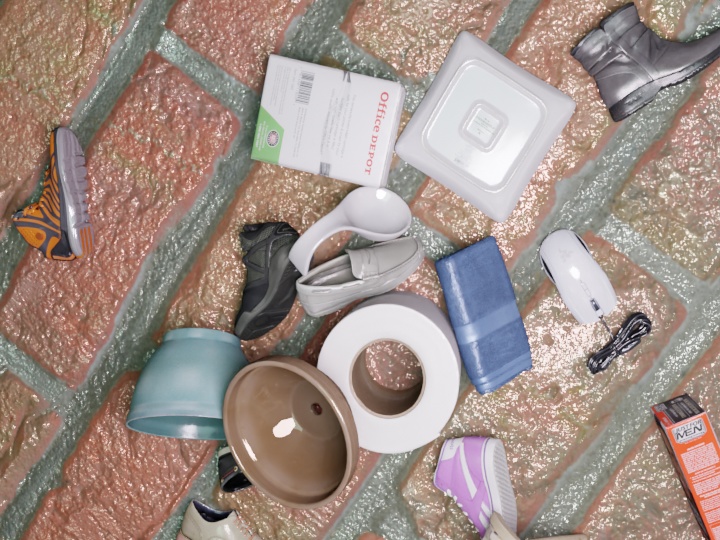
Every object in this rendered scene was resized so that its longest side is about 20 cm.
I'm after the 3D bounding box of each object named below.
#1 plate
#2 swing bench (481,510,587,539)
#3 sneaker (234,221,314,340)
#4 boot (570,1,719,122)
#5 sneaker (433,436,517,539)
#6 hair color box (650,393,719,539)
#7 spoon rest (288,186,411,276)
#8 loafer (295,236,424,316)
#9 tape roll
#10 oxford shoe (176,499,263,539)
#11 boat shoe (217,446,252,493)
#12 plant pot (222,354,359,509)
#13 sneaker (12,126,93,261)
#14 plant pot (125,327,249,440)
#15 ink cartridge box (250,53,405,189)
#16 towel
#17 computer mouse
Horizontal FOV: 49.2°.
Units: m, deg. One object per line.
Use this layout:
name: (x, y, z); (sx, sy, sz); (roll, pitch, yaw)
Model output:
plate: (0.174, -0.203, 1.118); (0.197, 0.032, 0.203); (33, 100, 4)
swing bench: (0.235, 0.471, 1.088); (0.196, 0.130, 0.203); (20, 102, -27)
sneaker: (-0.146, 0.007, 1.175); (0.115, 0.075, 0.202); (54, 130, 33)
boot: (0.394, -0.307, 1.056); (0.197, 0.070, 0.134); (-30, 86, 7)
sneaker: (0.168, 0.340, 1.167); (0.112, 0.072, 0.206); (-5, 101, 29)
hair color box: (0.474, 0.284, 1.085); (0.060, 0.101, 0.204); (-22, 91, 10)
spoon rest: (-0.010, -0.063, 1.100); (0.099, 0.198, 0.061); (45, 146, 22)
loafer: (0.000, 0.000, 1.130); (0.196, 0.071, 0.071); (-27, 49, -4)
tape roll: (0.045, 0.138, 1.120); (0.197, 0.139, 0.209); (1, 97, 8)
oxford shoe: (-0.191, 0.419, 1.223); (0.195, 0.071, 0.076); (16, 96, 7)
boat shoe: (-0.127, 0.282, 1.188); (0.197, 0.074, 0.064); (-23, 52, 15)
plant pot: (-0.078, 0.198, 1.035); (0.196, 0.092, 0.207); (10, 111, 26)
sneaker: (-0.482, -0.115, 1.210); (0.109, 0.078, 0.206); (-3, 96, 8)
plant pot: (-0.238, 0.164, 1.156); (0.194, 0.201, 0.138); (-3, 69, 9)
ink cartridge box: (-0.043, -0.210, 1.125); (0.195, 0.084, 0.150); (15, 98, 7)
towel: (0.174, 0.063, 1.116); (0.110, 0.048, 0.205); (-21, 97, -29)
computer mouse: (0.321, 0.037, 1.113); (0.109, 0.044, 0.202); (-34, 90, 12)
